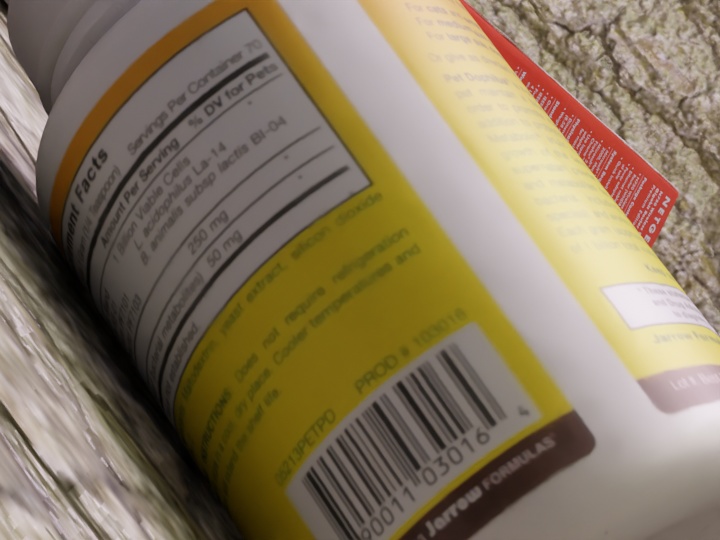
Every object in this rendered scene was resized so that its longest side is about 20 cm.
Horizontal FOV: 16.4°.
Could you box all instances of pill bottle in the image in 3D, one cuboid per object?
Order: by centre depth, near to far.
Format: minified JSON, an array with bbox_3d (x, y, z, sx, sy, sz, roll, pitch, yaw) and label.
[{"bbox_3d":[0.000,0.000,0.557,0.200,0.109,0.109,55,3,26],"label":"pill bottle"}]

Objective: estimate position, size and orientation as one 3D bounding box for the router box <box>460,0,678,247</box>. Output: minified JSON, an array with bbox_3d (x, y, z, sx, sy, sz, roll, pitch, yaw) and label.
[{"bbox_3d":[0.001,-0.072,1.007,0.200,0.049,0.179,21,-9,41],"label":"router box"}]

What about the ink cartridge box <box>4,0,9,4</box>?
[{"bbox_3d":[-0.110,-0.141,0.906,0.115,0.068,0.200,51,4,-44],"label":"ink cartridge box"}]
